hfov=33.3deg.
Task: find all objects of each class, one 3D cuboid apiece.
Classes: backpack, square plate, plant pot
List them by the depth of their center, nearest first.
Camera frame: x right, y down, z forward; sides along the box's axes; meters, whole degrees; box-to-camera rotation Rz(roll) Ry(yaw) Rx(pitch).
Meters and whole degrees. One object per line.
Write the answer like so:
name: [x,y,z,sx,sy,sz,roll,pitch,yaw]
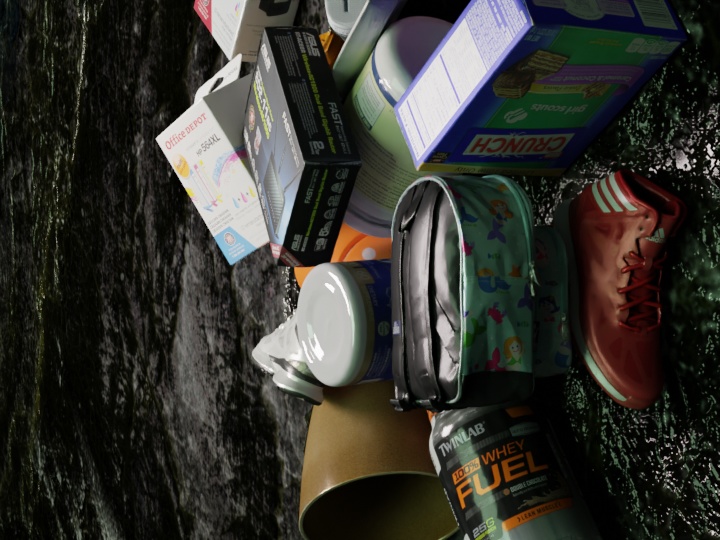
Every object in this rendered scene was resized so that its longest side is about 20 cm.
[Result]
backpack: [0.098,0.015,1.064,0.177,0.148,0.203,162,101,-71]
square plate: [0.027,-0.276,1.250,0.201,0.028,0.198,-61,2,-32]
plant pot: [0.018,0.181,1.322,0.187,0.184,0.202,123,150,-44]

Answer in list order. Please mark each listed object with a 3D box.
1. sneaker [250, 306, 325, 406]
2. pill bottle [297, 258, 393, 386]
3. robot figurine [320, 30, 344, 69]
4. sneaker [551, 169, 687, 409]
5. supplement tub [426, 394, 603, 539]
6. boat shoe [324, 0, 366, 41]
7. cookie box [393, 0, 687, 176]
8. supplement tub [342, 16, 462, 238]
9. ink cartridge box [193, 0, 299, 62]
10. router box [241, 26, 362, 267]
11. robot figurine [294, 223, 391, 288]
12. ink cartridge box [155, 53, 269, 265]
sneaker: [-0.058,0.071,1.329,0.117,0.075,0.200,-67,17,1]
pill bottle: [0.047,0.047,1.209,0.119,0.198,0.122,11,103,57]
robot figurine: [-0.089,-0.218,1.505,0.199,0.058,0.146,-18,45,58]
sneaker: [0.231,0.008,1.023,0.116,0.077,0.202,-44,58,53]
supplement tub: [0.141,0.201,1.148,0.123,0.121,0.202,-54,50,46]
boat shoe: [-0.015,-0.358,1.387,0.071,0.071,0.203,82,-167,-76]
cookie box: [0.151,-0.169,1.046,0.200,0.169,0.076,-50,49,49]
supplement tub: [0.048,-0.142,1.239,0.201,0.143,0.146,-55,49,45]
ink cartridge box: [-0.139,-0.397,1.575,0.146,0.082,0.202,55,138,41]
router box: [-0.065,-0.127,1.232,0.151,0.061,0.202,110,150,-46]
robot figurine: [0.000,-0.002,1.362,0.199,0.143,0.118,28,141,54]
ink cartridge box: [-0.133,-0.136,1.410,0.128,0.125,0.201,-27,96,50]
